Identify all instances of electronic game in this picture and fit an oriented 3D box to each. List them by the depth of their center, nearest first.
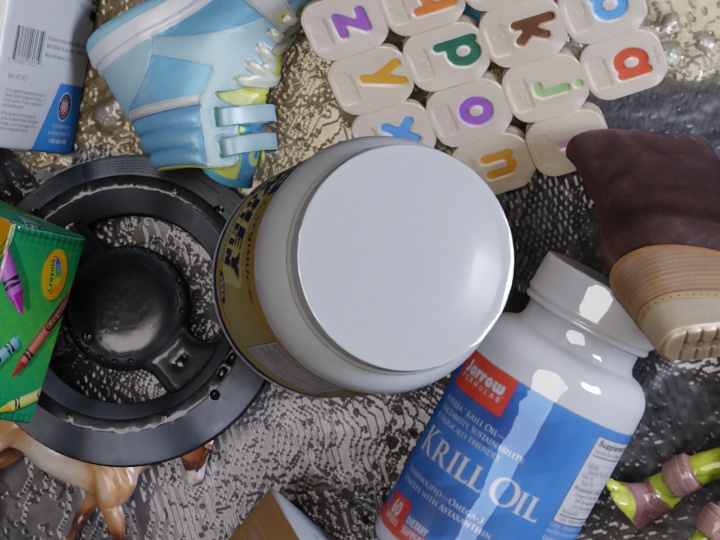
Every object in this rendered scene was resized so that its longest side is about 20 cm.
[{"bbox_3d":[-0.146,0.024,1.348,0.199,0.042,0.201,-1,76,5],"label":"electronic game"}]

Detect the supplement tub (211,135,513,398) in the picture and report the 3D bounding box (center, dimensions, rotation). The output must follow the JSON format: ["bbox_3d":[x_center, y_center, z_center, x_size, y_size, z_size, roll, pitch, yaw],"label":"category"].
[{"bbox_3d":[0.000,0.000,1.235,0.144,0.200,0.145,1,85,-15],"label":"supplement tub"}]

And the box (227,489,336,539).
[{"bbox_3d":[-0.066,0.255,1.270,0.106,0.152,0.200,41,89,-17],"label":"box"}]

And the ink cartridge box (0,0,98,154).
[{"bbox_3d":[-0.222,-0.178,1.321,0.084,0.146,0.201,10,93,13],"label":"ink cartridge box"}]

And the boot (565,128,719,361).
[{"bbox_3d":[0.230,-0.022,1.247,0.199,0.072,0.167,0,47,-19],"label":"boot"}]

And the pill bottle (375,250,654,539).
[{"bbox_3d":[0.100,0.094,1.279,0.112,0.112,0.200,28,96,10],"label":"pill bottle"}]

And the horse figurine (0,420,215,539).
[{"bbox_3d":[-0.200,0.125,1.374,0.200,0.050,0.133,21,101,8],"label":"horse figurine"}]

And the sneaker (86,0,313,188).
[{"bbox_3d":[-0.060,-0.127,1.324,0.200,0.080,0.131,-26,83,21],"label":"sneaker"}]

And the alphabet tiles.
[{"bbox_3d":[0.073,-0.137,1.275,0.195,0.015,0.200,-17,120,16],"label":"alphabet tiles"}]

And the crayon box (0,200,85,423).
[{"bbox_3d":[-0.262,0.006,1.329,0.200,0.058,0.119,21,96,45],"label":"crayon box"}]

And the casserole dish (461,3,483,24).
[{"bbox_3d":[0.070,-0.208,1.261,0.121,0.039,0.200,6,126,-1],"label":"casserole dish"}]

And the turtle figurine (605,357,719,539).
[{"bbox_3d":[0.228,0.105,1.277,0.161,0.064,0.200,-36,65,8],"label":"turtle figurine"}]
